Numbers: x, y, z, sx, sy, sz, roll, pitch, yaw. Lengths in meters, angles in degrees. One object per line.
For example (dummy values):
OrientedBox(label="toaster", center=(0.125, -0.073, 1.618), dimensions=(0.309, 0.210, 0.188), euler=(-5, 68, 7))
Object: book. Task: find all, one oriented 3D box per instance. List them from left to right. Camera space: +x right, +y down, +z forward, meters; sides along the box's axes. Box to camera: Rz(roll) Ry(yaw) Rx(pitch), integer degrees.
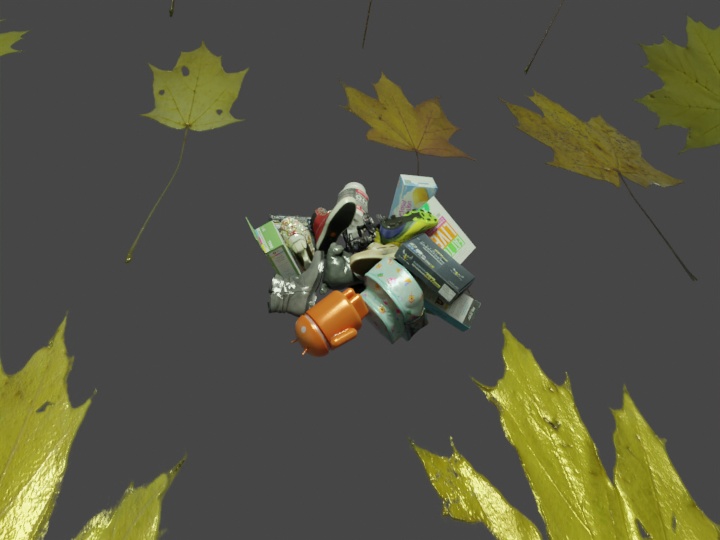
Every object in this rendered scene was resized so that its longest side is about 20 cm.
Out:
OrientedBox(label="book", center=(0.234, -0.102, 1.571), dimensions=(0.133, 0.048, 0.201), euler=(-41, 91, -24))

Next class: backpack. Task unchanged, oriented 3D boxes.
OrientedBox(label="backpack", center=(0.079, 0.075, 1.362), dimensions=(0.152, 0.202, 0.176), euler=(-32, 56, -21))

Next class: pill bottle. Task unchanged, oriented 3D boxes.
OrientedBox(label="pill bottle", center=(-0.027, -0.205, 1.742), dimensions=(0.108, 0.112, 0.202), euler=(11, 38, -4))

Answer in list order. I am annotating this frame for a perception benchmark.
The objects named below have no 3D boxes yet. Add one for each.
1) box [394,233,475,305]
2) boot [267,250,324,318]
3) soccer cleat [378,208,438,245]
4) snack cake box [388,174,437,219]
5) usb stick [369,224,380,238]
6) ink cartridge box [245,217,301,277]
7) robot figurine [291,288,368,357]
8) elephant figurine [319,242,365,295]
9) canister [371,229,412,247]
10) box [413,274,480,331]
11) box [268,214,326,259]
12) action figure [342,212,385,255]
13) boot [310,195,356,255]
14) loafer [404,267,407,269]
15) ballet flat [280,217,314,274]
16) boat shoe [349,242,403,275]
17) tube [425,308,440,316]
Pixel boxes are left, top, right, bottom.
OrientedBox(label="box", center=(0.203, -0.009, 1.428), dimensions=(0.200, 0.051, 0.157), euler=(43, 28, 13))
OrientedBox(label="boot", center=(-0.170, 0.025, 1.397), dimensions=(0.129, 0.070, 0.203), euler=(13, 64, -3))
OrientedBox(label="soccer cleat", center=(0.134, -0.119, 1.496), dimensions=(0.197, 0.085, 0.065), euler=(-13, 41, -31))
OrientedBox(label="snack cake box", center=(0.165, -0.205, 1.731), dimensions=(0.113, 0.203, 0.068), euler=(2, 39, -15))
OrientedBox(label="usb stick", center=(0.125, -0.115, 1.726), dimensions=(0.196, 0.056, 0.033), euler=(6, 37, -11))
OrientedBox(label="ink cartridge box", center=(-0.230, -0.061, 1.430), dimensions=(0.059, 0.201, 0.104), euler=(-28, 48, -4))
OrientedBox(label="robot figurine", center=(-0.075, 0.130, 1.286), dimensions=(0.199, 0.117, 0.144), euler=(-36, 73, -14))
OrientedBox(label="elephant figurine", center=(0.000, 0.000, 1.478), dimensions=(0.196, 0.158, 0.142), euler=(12, 7, 1))
OrientedBox(label="canister", center=(0.147, -0.082, 1.635), dimensions=(0.196, 0.089, 0.148), euler=(3, 2, -18))
OrientedBox(label="box", center=(0.225, 0.079, 1.464), dimensions=(0.198, 0.049, 0.083), euler=(32, 68, -1))
OrientedBox(label="box", center=(-0.179, -0.105, 1.622), dimensions=(0.196, 0.050, 0.163), euler=(1, 39, -17))
OrientedBox(label="action figure", center=(0.002, -0.109, 1.556), dimensions=(0.117, 0.200, 0.104), euler=(-6, 73, -30))
OrientedBox(label="boot", center=(-0.086, -0.164, 1.527), dimensions=(0.071, 0.201, 0.146), euler=(11, 41, -32))
OrientedBox(label="loafer", center=(0.148, 0.027, 1.541), dimensions=(0.196, 0.071, 0.075), euler=(-6, 83, 3))
OrientedBox(label="ballet flat", center=(-0.158, -0.057, 1.461), dimensions=(0.075, 0.202, 0.064), euler=(-25, 40, 3))
OrientedBox(label="boat shoe", center=(0.040, -0.037, 1.413), dimensions=(0.198, 0.072, 0.066), euler=(-7, 55, -42))
OrientedBox(label="tube", center=(0.227, 0.062, 1.553), dimensions=(0.057, 0.052, 0.202), euler=(-18, 35, 23))
